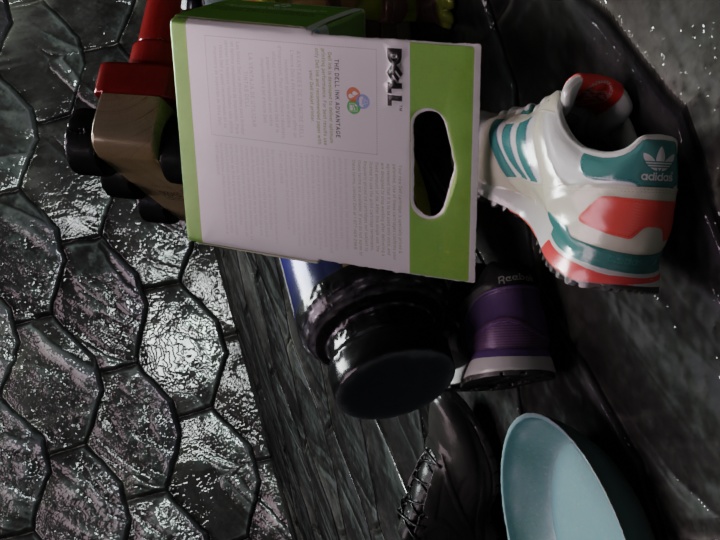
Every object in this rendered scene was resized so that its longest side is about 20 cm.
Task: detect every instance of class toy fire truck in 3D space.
[{"bbox_3d":[-0.139,-0.147,0.799,0.176,0.128,0.202,46,-128,-70],"label":"toy fire truck"}]

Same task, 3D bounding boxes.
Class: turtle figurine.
[{"bbox_3d":[-0.017,-0.186,0.751,0.064,0.160,0.202,-163,60,-75],"label":"turtle figurine"}]

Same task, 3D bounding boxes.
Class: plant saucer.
[{"bbox_3d":[0.150,0.189,0.707,0.200,0.036,0.202,169,90,-75],"label":"plant saucer"}]

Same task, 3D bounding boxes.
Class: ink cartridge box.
[{"bbox_3d":[-0.011,-0.083,0.663,0.076,0.198,0.149,-42,-43,-56],"label":"ink cartridge box"}]

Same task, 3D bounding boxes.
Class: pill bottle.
[{"bbox_3d":[0.000,0.000,0.771,0.112,0.111,0.201,93,163,-52],"label":"pill bottle"}]

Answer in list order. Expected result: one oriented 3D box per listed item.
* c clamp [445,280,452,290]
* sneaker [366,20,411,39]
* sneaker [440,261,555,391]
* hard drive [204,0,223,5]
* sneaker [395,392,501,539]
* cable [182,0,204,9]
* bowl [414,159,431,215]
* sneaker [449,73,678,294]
[{"bbox_3d":[0.023,0.022,0.955,0.027,0.170,0.200,-61,1,-27],"label":"c clamp"},{"bbox_3d":[-0.014,-0.241,0.871,0.070,0.075,0.202,166,91,-77],"label":"sneaker"},{"bbox_3d":[0.090,0.042,0.787,0.200,0.075,0.088,145,124,-72],"label":"sneaker"},{"bbox_3d":[-0.077,-0.235,0.847,0.135,0.042,0.201,53,-151,-50],"label":"hard drive"},{"bbox_3d":[0.074,0.199,0.937,0.076,0.090,0.202,-131,31,-67],"label":"sneaker"},{"bbox_3d":[-0.097,-0.230,0.939,0.050,0.163,0.202,6,95,34],"label":"cable"},{"bbox_3d":[-0.033,-0.097,0.935,0.201,0.107,0.200,60,172,14],"label":"bowl"},{"bbox_3d":[0.112,-0.068,0.582,0.200,0.070,0.094,-122,39,-58],"label":"sneaker"}]
